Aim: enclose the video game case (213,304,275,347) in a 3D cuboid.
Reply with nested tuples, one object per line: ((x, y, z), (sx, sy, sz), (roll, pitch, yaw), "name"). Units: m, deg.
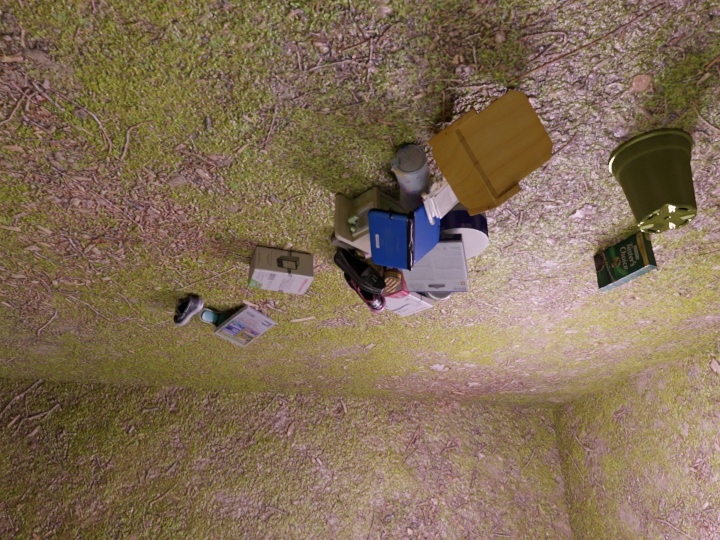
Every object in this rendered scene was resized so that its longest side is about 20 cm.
((-0.471, 0.230, 2.290), (0.180, 0.022, 0.200), (-36, 146, 10), "video game case")

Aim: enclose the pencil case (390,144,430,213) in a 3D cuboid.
((0.131, -0.223, 1.406), (0.089, 0.085, 0.201), (-26, 153, 0), "pencil case")

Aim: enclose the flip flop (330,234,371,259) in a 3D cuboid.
((-0.003, -0.066, 1.749), (0.195, 0.059, 0.081), (15, 150, -29), "flip flop")

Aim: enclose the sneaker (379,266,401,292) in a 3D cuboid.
((0.097, 0.012, 1.883), (0.073, 0.093, 0.200), (16, 163, -12), "sneaker")

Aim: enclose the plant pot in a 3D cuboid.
((0.722, -0.201, 1.361), (0.193, 0.190, 0.202), (-1, 155, 0), "plant pot")

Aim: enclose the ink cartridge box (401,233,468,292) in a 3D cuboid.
((0.212, -0.020, 1.632), (0.193, 0.041, 0.204), (0, 135, 18), "ink cartridge box")

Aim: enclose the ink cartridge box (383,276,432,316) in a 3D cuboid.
((0.154, 0.086, 2.034), (0.144, 0.085, 0.197), (-22, 147, 36), "ink cartridge box")

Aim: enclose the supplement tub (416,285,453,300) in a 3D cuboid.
((0.226, 0.025, 1.804), (0.118, 0.127, 0.200), (5, -178, -13), "supplement tub")

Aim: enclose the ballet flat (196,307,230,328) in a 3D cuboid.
((-0.588, 0.193, 2.256), (0.068, 0.072, 0.200), (-14, 149, 24), "ballet flat")

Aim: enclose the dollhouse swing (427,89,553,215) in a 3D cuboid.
((0.290, -0.268, 1.251), (0.174, 0.203, 0.181), (-37, -173, -15), "dollhouse swing")

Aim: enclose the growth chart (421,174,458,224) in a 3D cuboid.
((0.226, -0.204, 1.383), (0.199, 0.018, 0.146), (-41, 146, -16), "growth chart")

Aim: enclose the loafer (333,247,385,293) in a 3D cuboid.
((0.000, 0.000, 1.787), (0.197, 0.073, 0.063), (35, 149, 2), "loafer")

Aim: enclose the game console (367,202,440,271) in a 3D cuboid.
((0.116, -0.110, 1.456), (0.165, 0.121, 0.203), (11, 142, 13), "game console")

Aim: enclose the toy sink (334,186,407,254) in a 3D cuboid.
((0.036, -0.136, 1.528), (0.197, 0.135, 0.110), (23, 145, -39), "toy sink")

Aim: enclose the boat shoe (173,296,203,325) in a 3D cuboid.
((-0.676, 0.151, 2.142), (0.067, 0.074, 0.198), (18, 145, -39), "boat shoe")

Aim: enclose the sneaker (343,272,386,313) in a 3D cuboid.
((0.005, 0.051, 1.857), (0.079, 0.200, 0.095), (-47, 150, 4), "sneaker")

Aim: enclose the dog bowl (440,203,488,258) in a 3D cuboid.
((0.278, -0.109, 1.650), (0.192, 0.081, 0.202), (-1, 154, 0), "dog bowl")

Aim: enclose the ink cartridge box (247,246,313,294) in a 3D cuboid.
((-0.263, 0.003, 1.846), (0.193, 0.087, 0.146), (9, 153, -19), "ink cartridge box")

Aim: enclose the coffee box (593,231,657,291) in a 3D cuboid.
((0.842, -0.027, 1.794), (0.043, 0.127, 0.200), (14, 152, -23), "coffee box")
